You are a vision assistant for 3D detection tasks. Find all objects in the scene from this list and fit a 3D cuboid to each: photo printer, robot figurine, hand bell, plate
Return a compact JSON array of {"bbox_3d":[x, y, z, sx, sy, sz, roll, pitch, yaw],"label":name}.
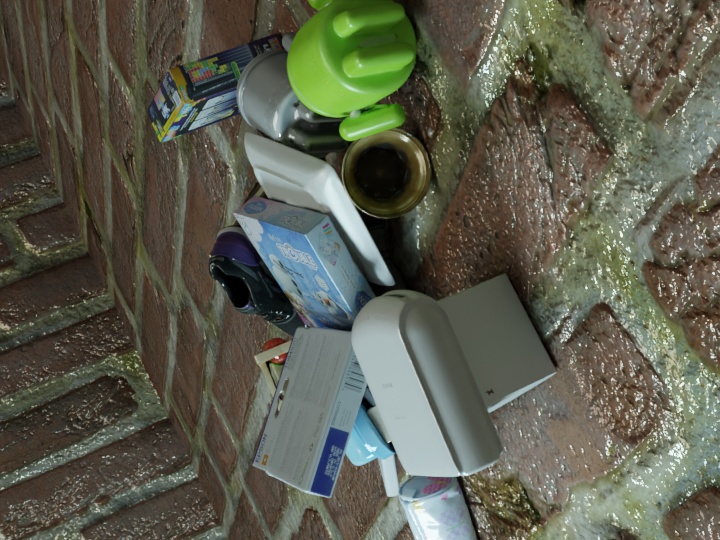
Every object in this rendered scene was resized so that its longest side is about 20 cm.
[{"bbox_3d":[0.062,0.118,1.225,0.200,0.069,0.166,68,159,0],"label":"photo printer"},{"bbox_3d":[-0.086,-0.213,1.464,0.200,0.113,0.170,41,127,49],"label":"robot figurine"},{"bbox_3d":[0.012,-0.118,1.397,0.200,0.104,0.104,-158,48,-78],"label":"hand bell"},{"bbox_3d":[-0.013,-0.234,1.262,0.200,0.116,0.176,-14,92,69],"label":"robot figurine"},{"bbox_3d":[-0.060,-0.071,1.438,0.200,0.032,0.200,26,152,49],"label":"plate"}]

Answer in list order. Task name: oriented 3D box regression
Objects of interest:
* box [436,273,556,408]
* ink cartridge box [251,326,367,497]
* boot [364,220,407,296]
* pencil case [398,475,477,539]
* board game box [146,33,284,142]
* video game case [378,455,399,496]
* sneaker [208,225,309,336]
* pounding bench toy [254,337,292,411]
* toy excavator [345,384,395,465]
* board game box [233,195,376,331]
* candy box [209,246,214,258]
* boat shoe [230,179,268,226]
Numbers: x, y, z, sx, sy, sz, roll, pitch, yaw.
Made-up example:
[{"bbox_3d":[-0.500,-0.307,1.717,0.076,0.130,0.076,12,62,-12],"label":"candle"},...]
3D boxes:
[{"bbox_3d":[0.119,0.103,1.307,0.124,0.097,0.200,64,159,10],"label":"box"},{"bbox_3d":[-0.058,0.170,1.433,0.200,0.041,0.200,2,73,66],"label":"ink cartridge box"},{"bbox_3d":[0.000,0.000,1.553,0.200,0.070,0.132,-18,92,58],"label":"boot"},{"bbox_3d":[0.116,0.377,1.597,0.083,0.091,0.200,15,123,65],"label":"pencil case"},{"bbox_3d":[-0.204,-0.257,1.632,0.057,0.165,0.200,65,159,0],"label":"board game box"},{"bbox_3d":[0.020,0.191,1.653,0.182,0.022,0.200,-107,7,-59],"label":"video game case"},{"bbox_3d":[-0.140,0.039,1.566,0.076,0.088,0.200,-22,123,32],"label":"sneaker"},{"bbox_3d":[-0.081,0.174,1.810,0.200,0.124,0.156,97,150,-81],"label":"pounding bench toy"},{"bbox_3d":[-0.004,0.203,1.477,0.100,0.200,0.194,58,-165,0],"label":"toy excavator"},{"bbox_3d":[-0.057,0.006,1.464,0.200,0.043,0.199,18,143,58],"label":"board game box"},{"bbox_3d":[-0.116,0.021,1.698,0.200,0.056,0.117,20,151,28],"label":"candy box"},{"bbox_3d":[-0.128,-0.092,1.620,0.075,0.202,0.075,37,-179,-27],"label":"boat shoe"}]
